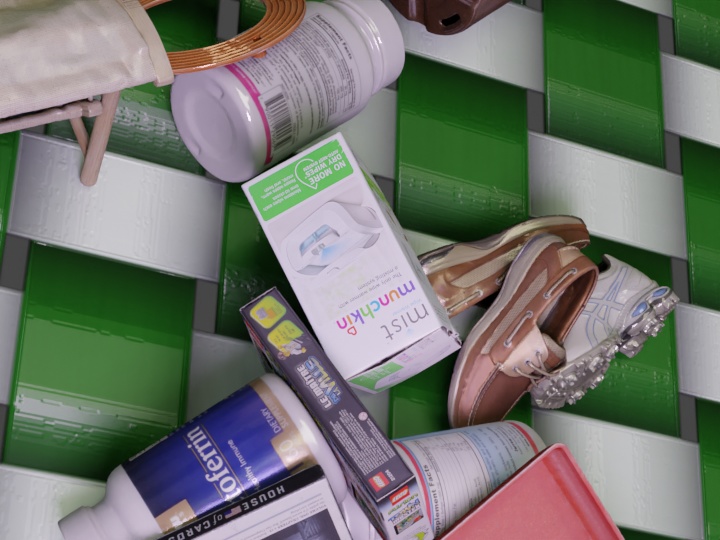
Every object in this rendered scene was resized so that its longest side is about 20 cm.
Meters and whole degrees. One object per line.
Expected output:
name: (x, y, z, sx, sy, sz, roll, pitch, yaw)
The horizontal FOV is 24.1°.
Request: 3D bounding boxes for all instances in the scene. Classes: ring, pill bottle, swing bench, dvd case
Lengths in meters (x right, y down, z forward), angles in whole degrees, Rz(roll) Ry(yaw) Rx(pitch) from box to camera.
ring: (-0.143, -0.208, 1.444, 0.200, 0.199, 0.019, -36, 131, -35)
pill bottle: (0.055, 0.189, 1.384, 0.198, 0.109, 0.110, -6, 70, -29)
pill bottle: (-0.060, -0.168, 1.487, 0.199, 0.113, 0.114, -33, 85, -35)
swing bench: (-0.281, -0.140, 1.301, 0.198, 0.200, 0.131, -17, 75, -33)
pill bottle: (-0.119, 0.175, 1.262, 0.199, 0.116, 0.116, -32, 84, -11)
dvd case: (-0.064, 0.250, 1.234, 0.149, 0.025, 0.201, -25, 121, -6)

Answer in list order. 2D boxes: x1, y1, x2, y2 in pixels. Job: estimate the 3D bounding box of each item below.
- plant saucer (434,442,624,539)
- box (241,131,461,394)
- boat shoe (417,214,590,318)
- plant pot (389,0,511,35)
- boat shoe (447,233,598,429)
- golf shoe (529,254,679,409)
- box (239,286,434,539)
plant saucer: (0.122, 0.261, 1.353, 0.200, 0.037, 0.200, -38, 118, -8)
box: (0.000, 0.000, 1.380, 0.096, 0.200, 0.177, -28, 81, 3)
boat shoe: (0.124, 0.006, 1.535, 0.199, 0.076, 0.074, -17, 80, -25)
plant pot: (0.117, -0.340, 1.629, 0.198, 0.200, 0.201, -39, 88, -27)
boat shoe: (0.142, 0.065, 1.466, 0.076, 0.072, 0.201, 27, 88, -51)
golf shoe: (0.203, 0.054, 1.564, 0.097, 0.079, 0.199, 43, 47, 17)
box: (-0.018, 0.116, 1.279, 0.035, 0.110, 0.200, -32, 58, -10)
